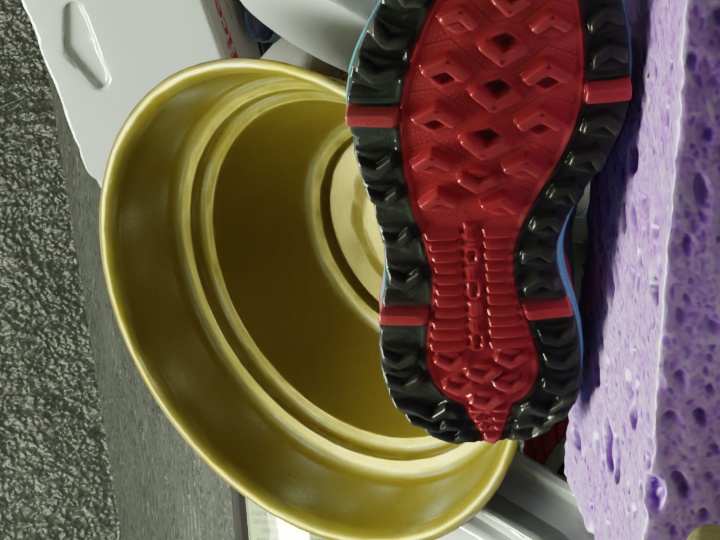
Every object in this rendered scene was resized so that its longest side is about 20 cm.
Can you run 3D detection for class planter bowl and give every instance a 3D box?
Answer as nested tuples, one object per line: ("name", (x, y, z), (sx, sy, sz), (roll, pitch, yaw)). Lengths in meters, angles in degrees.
("planter bowl", (0.000, 0.000, 0.878), (0.199, 0.083, 0.202), (19, 124, 31))

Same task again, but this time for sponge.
("sponge", (0.087, -0.002, 0.654), (0.112, 0.030, 0.201), (-101, 11, -64))

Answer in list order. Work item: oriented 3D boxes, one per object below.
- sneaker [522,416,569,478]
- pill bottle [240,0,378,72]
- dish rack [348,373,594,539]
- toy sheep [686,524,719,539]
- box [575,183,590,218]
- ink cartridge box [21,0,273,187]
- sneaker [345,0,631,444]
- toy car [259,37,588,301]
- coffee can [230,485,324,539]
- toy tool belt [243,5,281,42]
("sneaker", (0.099, 0.128, 0.950), (0.201, 0.077, 0.082), (93, 155, -53))
("pill bottle", (0.032, -0.176, 0.861), (0.201, 0.112, 0.112), (-65, 9, -10))
("dish rack", (0.055, 0.152, 0.942), (0.171, 0.043, 0.201), (27, 144, 43))
("toy sheep", (0.156, 0.027, 0.553), (0.138, 0.137, 0.202), (-125, 38, -64))
("box", (0.094, -0.141, 0.761), (0.201, 0.049, 0.158), (102, -171, -52))
("ink cartridge box", (-0.102, -0.149, 1.122), (0.200, 0.084, 0.145), (-83, -25, -64))
("sneaker", (0.032, -0.044, 0.683), (0.096, 0.079, 0.201), (-92, 5, -48))
("toy car", (0.048, -0.030, 0.993), (0.150, 0.174, 0.202), (-44, -42, -61))
("coffee can", (-0.003, 0.056, 1.206), (0.146, 0.145, 0.202), (180, 85, -77))
("toy tool belt", (-0.019, -0.155, 1.101), (0.200, 0.122, 0.126), (-61, -27, -61))
